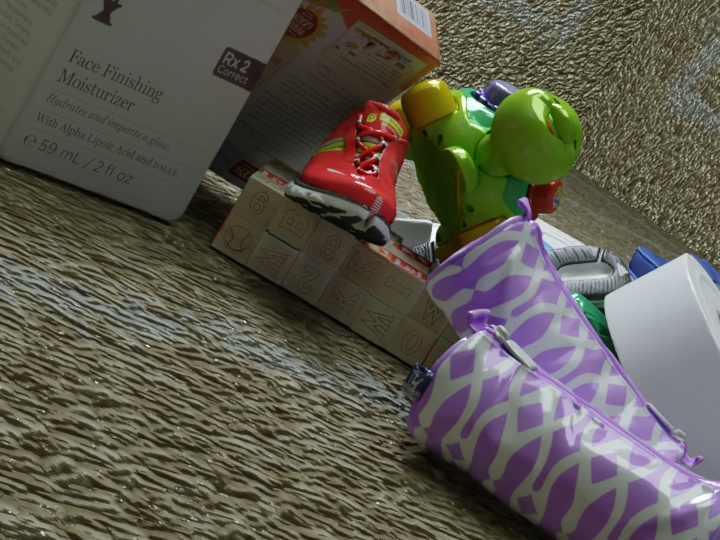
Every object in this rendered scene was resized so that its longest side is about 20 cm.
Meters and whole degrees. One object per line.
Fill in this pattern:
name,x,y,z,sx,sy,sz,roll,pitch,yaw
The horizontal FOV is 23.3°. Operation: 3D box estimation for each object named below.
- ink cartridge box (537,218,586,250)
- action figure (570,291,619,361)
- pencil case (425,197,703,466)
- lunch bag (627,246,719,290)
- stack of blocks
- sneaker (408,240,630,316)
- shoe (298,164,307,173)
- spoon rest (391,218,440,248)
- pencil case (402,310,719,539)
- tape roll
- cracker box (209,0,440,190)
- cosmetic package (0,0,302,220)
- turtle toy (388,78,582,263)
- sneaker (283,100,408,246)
ink cartridge box,0.163,0.007,1.637,0.146,0.084,0.200,29,11,-10
action figure,0.191,0.073,1.333,0.200,0.055,0.118,45,14,-42
pencil case,0.123,0.061,1.075,0.200,0.085,0.084,55,19,4
lunch bag,0.312,0.057,1.691,0.136,0.132,0.200,29,11,-11
stack of blocks,0.000,0.000,1.261,0.200,0.059,0.115,31,11,0
sneaker,0.108,0.041,1.387,0.200,0.115,0.076,1,47,-6
shoe,-0.086,-0.173,1.412,0.200,0.071,0.091,48,31,-9
spoon rest,0.050,-0.012,1.474,0.099,0.061,0.200,5,0,10
pencil case,0.122,0.107,0.983,0.200,0.086,0.084,35,12,17
tape roll,0.257,0.092,1.283,0.203,0.071,0.203,55,17,-26
cracker box,-0.058,-0.151,1.290,0.134,0.200,0.058,32,37,-35
cosmetic package,-0.174,-0.172,1.189,0.165,0.200,0.165,20,15,-46
turtle toy,0.096,-0.080,1.275,0.146,0.101,0.200,67,-13,1
sneaker,-0.002,-0.076,1.209,0.077,0.085,0.200,28,11,-10
